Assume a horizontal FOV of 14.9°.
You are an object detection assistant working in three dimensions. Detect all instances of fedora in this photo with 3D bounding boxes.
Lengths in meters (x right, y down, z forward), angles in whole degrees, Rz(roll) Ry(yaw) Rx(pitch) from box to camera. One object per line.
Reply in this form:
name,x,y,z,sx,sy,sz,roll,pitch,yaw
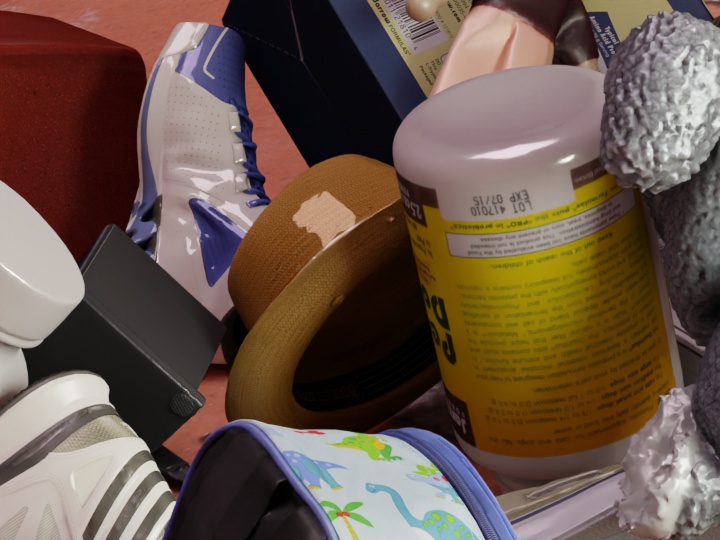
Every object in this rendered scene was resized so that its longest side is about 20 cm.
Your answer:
fedora,0.000,0.000,1.342,0.200,0.201,0.082,-28,61,-28

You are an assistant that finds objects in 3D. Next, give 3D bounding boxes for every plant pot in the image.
plant pot,-0.227,-0.061,1.627,0.175,0.201,0.200,-14,21,-28

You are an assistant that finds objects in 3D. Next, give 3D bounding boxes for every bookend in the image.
bookend,-0.147,0.047,1.327,0.200,0.092,0.199,-42,12,27

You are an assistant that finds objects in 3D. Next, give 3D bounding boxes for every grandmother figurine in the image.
grandmother figurine,0.081,-0.123,1.429,0.060,0.121,0.201,-13,52,47

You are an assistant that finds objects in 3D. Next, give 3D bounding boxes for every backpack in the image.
backpack,-0.007,0.157,0.962,0.146,0.201,0.183,4,27,-29

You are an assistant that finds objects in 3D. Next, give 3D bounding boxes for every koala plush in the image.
koala plush,0.186,0.022,1.124,0.176,0.184,0.201,0,63,4

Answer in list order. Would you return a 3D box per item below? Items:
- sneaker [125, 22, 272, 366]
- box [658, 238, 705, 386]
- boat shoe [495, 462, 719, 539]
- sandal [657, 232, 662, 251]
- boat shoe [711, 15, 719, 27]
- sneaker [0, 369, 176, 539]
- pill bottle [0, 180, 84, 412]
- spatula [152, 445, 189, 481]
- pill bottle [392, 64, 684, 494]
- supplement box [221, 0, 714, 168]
sneaker,-0.069,-0.030,1.526,0.114,0.201,0.081,7,-16,14
box,0.195,0.033,1.320,0.116,0.060,0.200,-21,24,-16
boat shoe,0.096,0.112,1.183,0.199,0.072,0.062,-17,32,1
sandal,0.177,-0.057,1.370,0.199,0.080,0.087,-21,-14,-43
boat shoe,0.161,-0.075,1.437,0.200,0.073,0.065,-32,48,-28
sneaker,-0.156,0.145,1.134,0.200,0.076,0.116,-42,67,7
pill bottle,-0.213,0.051,1.170,0.200,0.111,0.112,-45,19,14
spatula,-0.084,0.099,1.379,0.056,0.021,0.200,-15,18,-34
pill bottle,0.085,0.017,1.242,0.109,0.201,0.109,-11,24,5
supplement box,0.065,-0.128,1.536,0.199,0.201,0.134,-25,-15,-24
